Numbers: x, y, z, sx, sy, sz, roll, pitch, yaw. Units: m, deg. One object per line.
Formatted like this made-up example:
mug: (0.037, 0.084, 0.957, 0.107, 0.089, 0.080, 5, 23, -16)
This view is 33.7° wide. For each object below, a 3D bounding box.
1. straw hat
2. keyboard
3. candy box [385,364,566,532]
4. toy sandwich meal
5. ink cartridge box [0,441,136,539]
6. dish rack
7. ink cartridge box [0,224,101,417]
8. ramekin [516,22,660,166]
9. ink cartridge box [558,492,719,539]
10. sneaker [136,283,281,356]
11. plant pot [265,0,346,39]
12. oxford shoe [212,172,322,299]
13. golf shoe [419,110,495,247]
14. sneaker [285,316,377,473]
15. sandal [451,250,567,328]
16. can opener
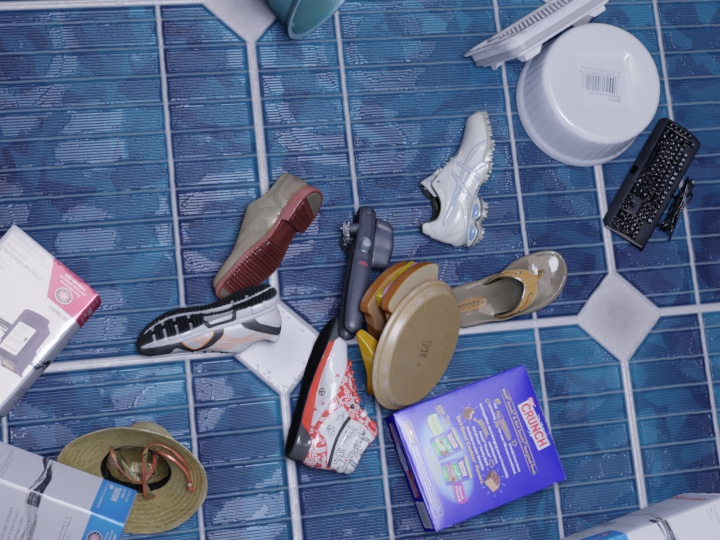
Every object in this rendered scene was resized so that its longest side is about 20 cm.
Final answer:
straw hat: (-0.283, 0.242, 1.531, 0.200, 0.202, 0.085, 17, 37, -7)
keyboard: (0.447, -0.126, 1.756, 0.104, 0.040, 0.201, 32, 78, -4)
candy box: (0.156, 0.242, 1.623, 0.199, 0.077, 0.170, -18, 84, -12)
toy sandwich meal: (0.059, 0.089, 1.599, 0.070, 0.205, 0.206, 24, 74, 33)
ink cartridge box: (-0.398, 0.315, 1.473, 0.199, 0.084, 0.145, 22, 111, -7)
dish rack: (0.258, -0.346, 1.694, 0.200, 0.172, 0.044, -34, 101, -14)
ink cartridge box: (-0.454, 0.067, 1.531, 0.145, 0.084, 0.200, 39, 76, -2)
ramekin: (0.335, -0.260, 1.727, 0.199, 0.098, 0.202, 2, 80, -11)
ink cartridge box: (0.390, 0.372, 1.610, 0.199, 0.146, 0.086, -15, 83, -13)
sneaker: (-0.197, 0.086, 1.584, 0.199, 0.074, 0.080, -15, 120, -1)
plant pot: (-0.102, -0.459, 1.638, 0.196, 0.200, 0.200, 42, 76, 7)
oxford shoe: (-0.139, -0.047, 1.631, 0.075, 0.070, 0.200, 37, 80, 29)
golf shoe: (0.136, -0.135, 1.683, 0.097, 0.078, 0.201, 9, 78, -3)
sneaker: (-0.024, 0.173, 1.609, 0.107, 0.067, 0.202, 21, 74, -16)
sandal: (0.207, 0.029, 1.678, 0.199, 0.054, 0.081, -19, 85, -13)
can opener: (0.000, 0.000, 1.615, 0.078, 0.063, 0.201, 13, 55, -2)
